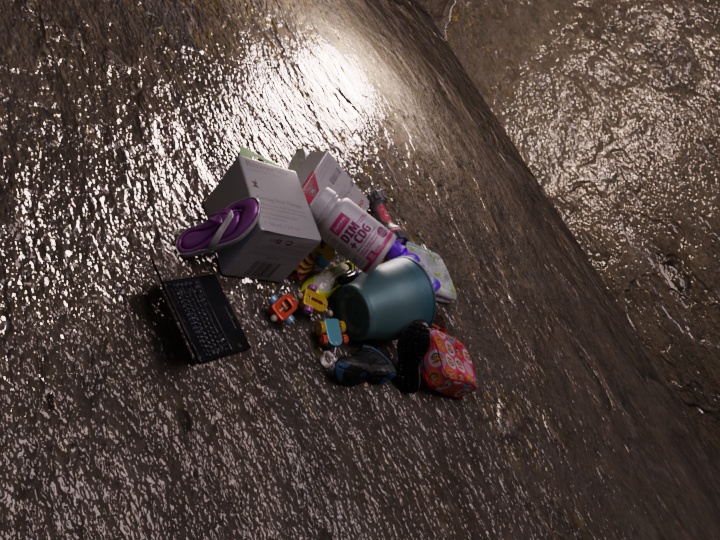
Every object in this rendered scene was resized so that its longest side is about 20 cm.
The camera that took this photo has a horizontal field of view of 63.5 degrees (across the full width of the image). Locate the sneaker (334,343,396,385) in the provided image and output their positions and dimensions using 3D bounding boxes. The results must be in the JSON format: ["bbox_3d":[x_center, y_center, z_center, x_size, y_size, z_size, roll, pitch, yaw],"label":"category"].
[{"bbox_3d":[0.000,0.211,1.322,0.199,0.073,0.083,19,39,-53],"label":"sneaker"}]

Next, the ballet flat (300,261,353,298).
[{"bbox_3d":[-0.076,0.021,1.413,0.067,0.067,0.199,45,33,9],"label":"ballet flat"}]

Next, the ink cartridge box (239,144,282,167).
[{"bbox_3d":[-0.243,-0.240,1.496,0.144,0.048,0.202,24,43,-33],"label":"ink cartridge box"}]

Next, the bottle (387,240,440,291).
[{"bbox_3d":[0.137,-0.006,1.641,0.083,0.065,0.201,-38,87,-25],"label":"bottle"}]

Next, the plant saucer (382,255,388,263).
[{"bbox_3d":[0.007,-0.089,1.653,0.199,0.032,0.202,31,37,-27],"label":"plant saucer"}]

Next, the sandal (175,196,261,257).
[{"bbox_3d":[-0.286,-0.084,1.153,0.083,0.201,0.050,67,13,24],"label":"sandal"}]

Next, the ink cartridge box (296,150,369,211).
[{"bbox_3d":[-0.084,-0.183,1.490,0.200,0.084,0.147,46,66,-35],"label":"ink cartridge box"}]

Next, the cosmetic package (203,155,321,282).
[{"bbox_3d":[-0.220,-0.108,1.283,0.166,0.166,0.202,8,50,-45],"label":"cosmetic package"}]

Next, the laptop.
[{"bbox_3d":[-0.292,0.067,1.083,0.199,0.103,0.179,-9,65,-53],"label":"laptop"}]

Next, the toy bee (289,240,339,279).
[{"bbox_3d":[-0.114,-0.065,1.418,0.129,0.110,0.201,3,25,11],"label":"toy bee"}]

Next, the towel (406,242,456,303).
[{"bbox_3d":[0.201,0.007,1.772,0.198,0.048,0.173,16,45,-40],"label":"towel"}]

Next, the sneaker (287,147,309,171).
[{"bbox_3d":[-0.121,-0.234,1.613,0.146,0.080,0.202,31,33,-39],"label":"sneaker"}]

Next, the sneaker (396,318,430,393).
[{"bbox_3d":[0.125,0.189,1.397,0.075,0.203,0.088,14,30,7],"label":"sneaker"}]

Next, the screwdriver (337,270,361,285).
[{"bbox_3d":[0.000,0.000,1.463,0.028,0.029,0.199,39,32,14],"label":"screwdriver"}]

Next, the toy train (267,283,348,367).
[{"bbox_3d":[-0.119,0.118,1.287,0.201,0.055,0.150,49,46,-8],"label":"toy train"}]

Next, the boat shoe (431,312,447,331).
[{"bbox_3d":[0.163,0.116,1.600,0.200,0.070,0.071,43,40,-25],"label":"boat shoe"}]

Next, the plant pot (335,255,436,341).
[{"bbox_3d":[0.048,0.081,1.405,0.186,0.200,0.202,-13,66,-37],"label":"plant pot"}]

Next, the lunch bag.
[{"bbox_3d":[0.223,0.231,1.524,0.199,0.081,0.178,29,38,-45],"label":"lunch bag"}]

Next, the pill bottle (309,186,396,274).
[{"bbox_3d":[-0.025,-0.093,1.342,0.199,0.114,0.114,37,34,-2],"label":"pill bottle"}]

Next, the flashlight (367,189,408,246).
[{"bbox_3d":[0.081,-0.157,1.755,0.067,0.068,0.202,-8,58,-21],"label":"flashlight"}]
